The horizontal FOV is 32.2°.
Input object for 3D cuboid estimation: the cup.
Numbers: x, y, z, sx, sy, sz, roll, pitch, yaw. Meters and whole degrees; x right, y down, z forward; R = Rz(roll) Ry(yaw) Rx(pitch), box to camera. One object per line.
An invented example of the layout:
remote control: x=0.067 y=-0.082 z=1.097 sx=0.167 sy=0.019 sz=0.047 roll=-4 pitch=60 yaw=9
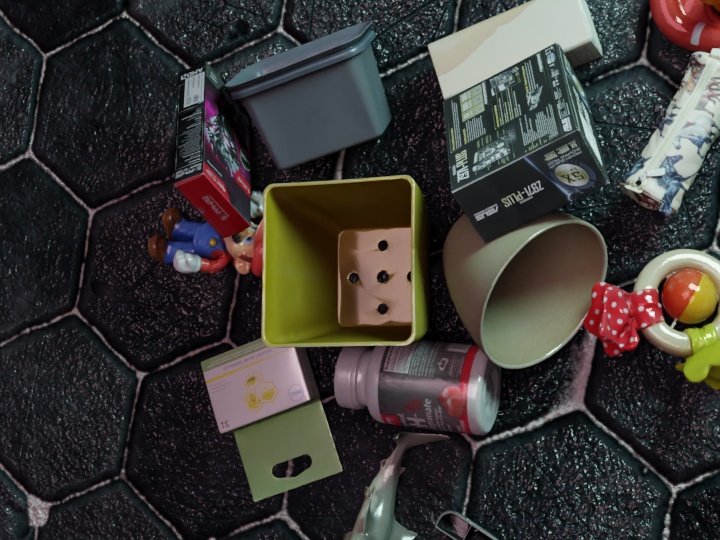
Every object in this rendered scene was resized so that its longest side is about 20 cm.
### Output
cup: x=0.180 y=-0.003 z=1.526 sx=0.143 sy=0.199 sz=0.201 roll=40 pitch=101 yaw=42

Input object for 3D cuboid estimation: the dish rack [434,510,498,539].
dish rack: x=0.130 y=0.421 z=1.577 sx=0.153 sy=0.054 sz=0.202 roll=31 pitch=98 yaw=20

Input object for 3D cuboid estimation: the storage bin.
storage bin: x=-0.056 y=-0.228 z=1.652 sx=0.198 sy=0.146 sz=0.136 roll=-16 pitch=109 yaw=18

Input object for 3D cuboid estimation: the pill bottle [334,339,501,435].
pill bottle: x=0.072 y=0.143 z=1.584 sx=0.198 sy=0.111 sz=0.112 roll=5 pitch=88 yaw=21

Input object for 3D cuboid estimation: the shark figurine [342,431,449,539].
shark figurine: x=0.043 y=0.308 z=1.618 sx=0.089 sy=0.128 sz=0.216 roll=25 pitch=77 yaw=-5

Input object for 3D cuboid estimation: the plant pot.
plant pot: x=0.000 y=0.000 z=1.582 sx=0.197 sy=0.176 sz=0.203 roll=-2 pitch=83 yaw=19

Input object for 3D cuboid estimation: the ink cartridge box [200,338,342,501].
ink cartridge box: x=-0.121 y=0.196 z=1.688 sx=0.144 sy=0.048 sz=0.202 roll=-21 pitch=77 yaw=18

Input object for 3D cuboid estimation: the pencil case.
pencil case: x=0.389 y=-0.166 z=1.496 sx=0.077 sy=0.089 sz=0.201 roll=31 pitch=97 yaw=20

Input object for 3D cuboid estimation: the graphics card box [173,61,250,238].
graphics card box: x=-0.194 y=-0.161 z=1.654 sx=0.050 sy=0.126 sz=0.202 roll=-19 pitch=51 yaw=18

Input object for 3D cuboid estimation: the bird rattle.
bird rattle: x=0.377 y=0.052 z=1.498 sx=0.199 sy=0.113 sz=0.164 roll=27 pitch=76 yaw=22

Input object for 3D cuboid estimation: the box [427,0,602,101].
box: x=0.196 y=-0.277 z=1.572 sx=0.198 sy=0.095 sz=0.079 roll=-20 pitch=80 yaw=17

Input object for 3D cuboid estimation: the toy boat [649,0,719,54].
toy boat: x=0.427 y=-0.323 z=1.455 sx=0.199 sy=0.130 sz=0.132 roll=21 pitch=92 yaw=39

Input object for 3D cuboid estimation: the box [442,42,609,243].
box: x=0.190 y=-0.152 z=1.468 sx=0.162 sy=0.086 sz=0.201 roll=-26 pitch=34 yaw=18

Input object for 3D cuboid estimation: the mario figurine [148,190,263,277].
mario figurine: x=-0.191 y=-0.054 z=1.698 sx=0.198 sy=0.106 sz=0.125 roll=4 pitch=86 yaw=22
